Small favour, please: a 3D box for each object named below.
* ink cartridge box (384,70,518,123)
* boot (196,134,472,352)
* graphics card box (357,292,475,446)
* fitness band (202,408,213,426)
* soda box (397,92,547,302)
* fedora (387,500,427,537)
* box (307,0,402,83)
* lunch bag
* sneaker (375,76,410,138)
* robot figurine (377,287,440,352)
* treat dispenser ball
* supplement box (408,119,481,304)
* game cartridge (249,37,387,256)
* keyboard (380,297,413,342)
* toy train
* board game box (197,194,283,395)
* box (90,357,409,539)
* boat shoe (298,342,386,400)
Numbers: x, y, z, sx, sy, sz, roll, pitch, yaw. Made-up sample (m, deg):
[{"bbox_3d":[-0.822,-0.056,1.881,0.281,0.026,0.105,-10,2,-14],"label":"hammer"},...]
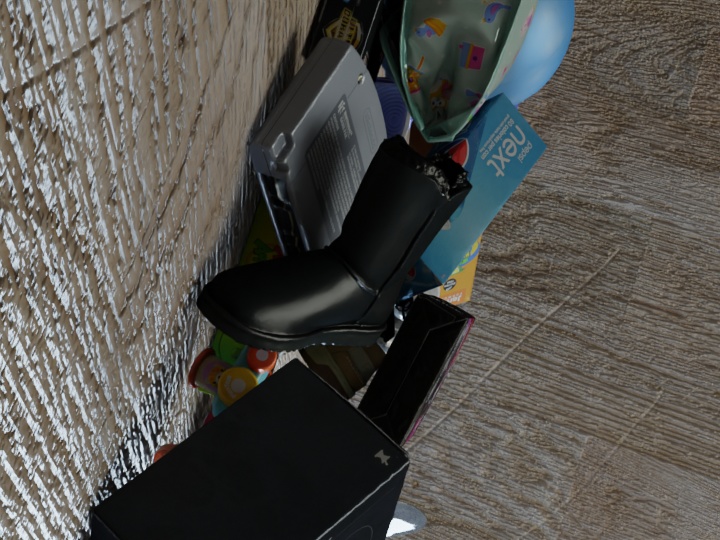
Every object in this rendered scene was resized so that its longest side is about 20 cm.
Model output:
[{"bbox_3d":[0.096,-0.214,1.835,0.200,0.136,0.076,-91,-171,-49],"label":"ink cartridge box"},{"bbox_3d":[-0.016,-0.026,1.287,0.200,0.076,0.168,4,122,-50],"label":"boot"},{"bbox_3d":[0.048,0.083,1.471,0.126,0.051,0.200,-61,173,1],"label":"graphics card box"},{"bbox_3d":[-0.135,0.193,1.595,0.200,0.037,0.144,20,89,-85],"label":"fitness band"},{"bbox_3d":[0.080,-0.065,1.498,0.064,0.068,0.200,-23,-158,49],"label":"soda box"},{"bbox_3d":[-0.045,0.180,1.487,0.177,0.199,0.091,42,39,-60],"label":"fedora"},{"bbox_3d":[0.006,-0.235,1.475,0.200,0.046,0.159,48,60,-86],"label":"box"},{"bbox_3d":[0.087,-0.218,1.470,0.170,0.122,0.201,-63,165,-71],"label":"lunch bag"},{"bbox_3d":[-0.005,-0.106,1.790,0.115,0.080,0.200,-117,-143,-76],"label":"sneaker"},{"bbox_3d":[0.000,0.000,1.646,0.170,0.200,0.113,-49,139,12],"label":"robot figurine"},{"bbox_3d":[0.106,-0.250,1.662,0.201,0.200,0.201,19,90,-86],"label":"treat dispenser ball"},{"bbox_3d":[0.080,-0.055,1.660,0.069,0.066,0.200,53,-32,38],"label":"supplement box"},{"bbox_3d":[-0.026,-0.083,1.359,0.133,0.040,0.200,-54,152,-26],"label":"game cartridge"},{"bbox_3d":[0.020,-0.035,1.514,0.104,0.040,0.200,41,37,-42],"label":"keyboard"},{"bbox_3d":[-0.116,0.119,1.346,0.200,0.056,0.150,-63,176,19],"label":"toy train"},{"bbox_3d":[-0.077,0.010,1.456,0.102,0.047,0.201,2,107,-86],"label":"board game box"},{"bbox_3d":[-0.085,0.205,1.230,0.200,0.124,0.197,-36,157,-34],"label":"box"},{"bbox_3d":[-0.026,0.046,1.541,0.072,0.076,0.200,58,-2,-37],"label":"boat shoe"}]
